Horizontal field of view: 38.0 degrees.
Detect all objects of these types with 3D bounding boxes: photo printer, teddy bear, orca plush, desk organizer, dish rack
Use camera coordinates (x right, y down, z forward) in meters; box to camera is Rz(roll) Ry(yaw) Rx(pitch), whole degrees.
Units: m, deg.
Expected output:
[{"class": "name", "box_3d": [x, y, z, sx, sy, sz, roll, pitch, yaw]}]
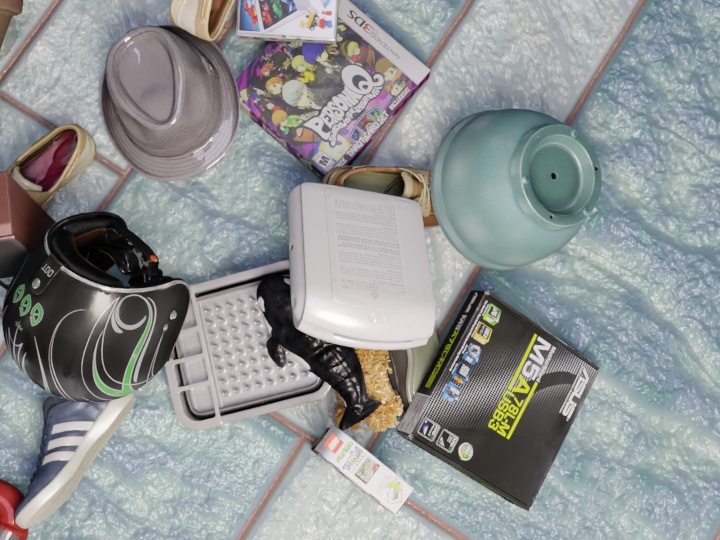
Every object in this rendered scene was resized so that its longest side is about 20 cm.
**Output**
[{"class": "photo printer", "box_3d": [0.000, 0.000, 1.187, 0.165, 0.070, 0.201, 8, 50, -17]}, {"class": "teddy bear", "box_3d": [-0.002, 0.095, 1.247, 0.067, 0.145, 0.201, 0, 101, -42]}, {"class": "orca plush", "box_3d": [-0.058, 0.088, 1.186, 0.105, 0.071, 0.201, -24, 81, 6]}, {"class": "desk organizer", "box_3d": [-0.402, -0.040, 1.198, 0.071, 0.200, 0.077, -9, 75, -2]}, {"class": "dish rack", "box_3d": [-0.136, 0.090, 1.257, 0.199, 0.044, 0.173, -15, 81, 9]}]

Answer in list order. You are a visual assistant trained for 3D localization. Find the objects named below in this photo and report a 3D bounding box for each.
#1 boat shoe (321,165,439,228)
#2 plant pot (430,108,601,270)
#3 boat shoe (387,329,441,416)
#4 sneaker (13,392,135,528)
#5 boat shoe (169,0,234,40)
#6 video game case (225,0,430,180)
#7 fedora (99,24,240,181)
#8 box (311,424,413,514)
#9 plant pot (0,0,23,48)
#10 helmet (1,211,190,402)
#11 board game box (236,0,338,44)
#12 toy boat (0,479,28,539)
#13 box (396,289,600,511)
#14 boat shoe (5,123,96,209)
[{"class": "boat shoe", "box_3d": [0.053, -0.093, 1.290, 0.199, 0.074, 0.076, 0, 87, -18]}, {"class": "plant pot", "box_3d": [0.202, -0.105, 1.252, 0.199, 0.134, 0.202, 2, 85, -26]}, {"class": "boat shoe", "box_3d": [0.062, 0.110, 1.280, 0.071, 0.060, 0.202, -5, 81, -40]}, {"class": "sneaker", "box_3d": [-0.351, 0.201, 1.220, 0.084, 0.075, 0.200, 33, 62, 3]}, {"class": "boat shoe", "box_3d": [-0.154, -0.369, 1.261, 0.069, 0.074, 0.201, 37, 111, 16]}, {"class": "video game case", "box_3d": [-0.040, -0.239, 1.340, 0.181, 0.036, 0.200, 41, 80, 5]}, {"class": "fedora", "box_3d": [-0.244, -0.218, 1.279, 0.176, 0.090, 0.201, -18, 78, 5]}, {"class": "box", "box_3d": [-0.002, 0.223, 1.182, 0.110, 0.200, 0.035, 39, 80, 3]}, {"class": "plant pot", "box_3d": [-0.511, -0.275, 1.248, 0.199, 0.200, 0.176, 7, 97, -3]}, {"class": "helmet", "box_3d": [-0.296, 0.053, 1.165, 0.199, 0.200, 0.191, 25, 118, 0]}, {"class": "board game box", "box_3d": [-0.087, -0.389, 1.309, 0.125, 0.035, 0.201, 4, 92, 0]}, {"class": "toy boat", "box_3d": [-0.480, 0.277, 1.173, 0.199, 0.131, 0.131, 25, 79, 0]}, {"class": "box", "box_3d": [0.168, 0.155, 1.254, 0.193, 0.047, 0.201, 34, 78, -18]}, {"class": "boat shoe", "box_3d": [-0.408, -0.105, 1.274, 0.074, 0.066, 0.200, 38, 80, 3]}]
